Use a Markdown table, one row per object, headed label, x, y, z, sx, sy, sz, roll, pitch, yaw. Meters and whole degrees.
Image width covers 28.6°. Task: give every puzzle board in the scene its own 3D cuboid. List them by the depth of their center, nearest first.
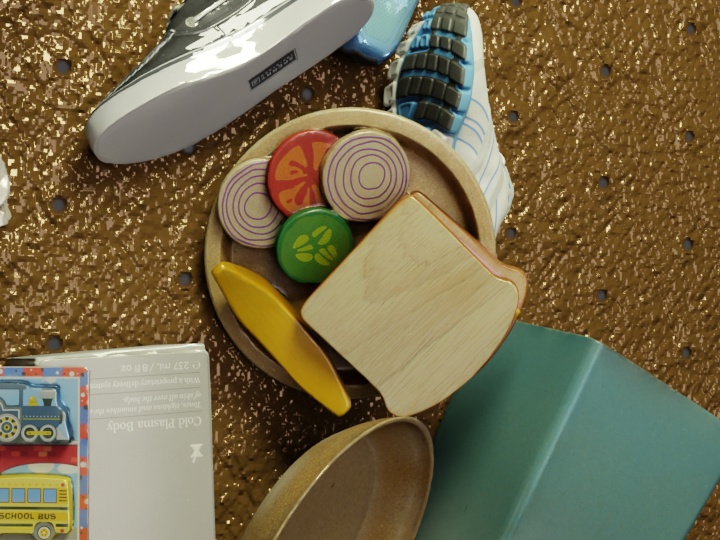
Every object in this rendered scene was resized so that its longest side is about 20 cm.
| label | x | y | z | sx | sy | sz | roll | pitch | yaw |
| --- | --- | --- | --- | --- | --- | --- | --- | --- | --- |
| puzzle board | -0.244 | 0.127 | 0.754 | 0.199 | 0.017 | 0.152 | 0 | 88 | -1 |

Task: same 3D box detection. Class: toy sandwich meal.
| label | x | y | z | sx | sy | sz | roll | pitch | yaw |
| --- | --- | --- | --- | --- | --- | --- | --- | --- | --- |
| toy sandwich meal | 0.000 | 0.000 | 0.874 | 0.204 | 0.070 | 0.207 | -1 | 101 | -4 |

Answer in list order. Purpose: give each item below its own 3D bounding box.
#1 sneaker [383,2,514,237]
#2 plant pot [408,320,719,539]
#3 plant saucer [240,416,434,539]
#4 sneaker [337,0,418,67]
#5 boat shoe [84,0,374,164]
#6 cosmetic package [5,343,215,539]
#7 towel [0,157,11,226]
| label | x | y | z | sx | sy | sz | roll | pitch | yaw |
| --- | --- | --- | --- | --- | --- | --- | --- | --- | --- |
| sneaker | 0.066 | -0.078 | 0.954 | 0.086 | 0.075 | 0.201 | -4 | 104 | -38 |
| plant pot | 0.124 | 0.157 | 0.943 | 0.141 | 0.141 | 0.201 | 31 | 82 | -24 |
| plant saucer | -0.026 | 0.172 | 0.866 | 0.200 | 0.035 | 0.201 | -42 | 146 | -36 |
| sneaker | 0.028 | -0.231 | 0.921 | 0.078 | 0.090 | 0.201 | 20 | 83 | -27 |
| boat shoe | -0.090 | -0.139 | 0.872 | 0.199 | 0.072 | 0.068 | -34 | 70 | -11 |
| cosmetic package | -0.144 | 0.146 | 0.820 | 0.106 | 0.090 | 0.201 | -4 | 87 | -26 |
| towel | -0.285 | -0.092 | 0.778 | 0.132 | 0.034 | 0.201 | -30 | 103 | -27 |
